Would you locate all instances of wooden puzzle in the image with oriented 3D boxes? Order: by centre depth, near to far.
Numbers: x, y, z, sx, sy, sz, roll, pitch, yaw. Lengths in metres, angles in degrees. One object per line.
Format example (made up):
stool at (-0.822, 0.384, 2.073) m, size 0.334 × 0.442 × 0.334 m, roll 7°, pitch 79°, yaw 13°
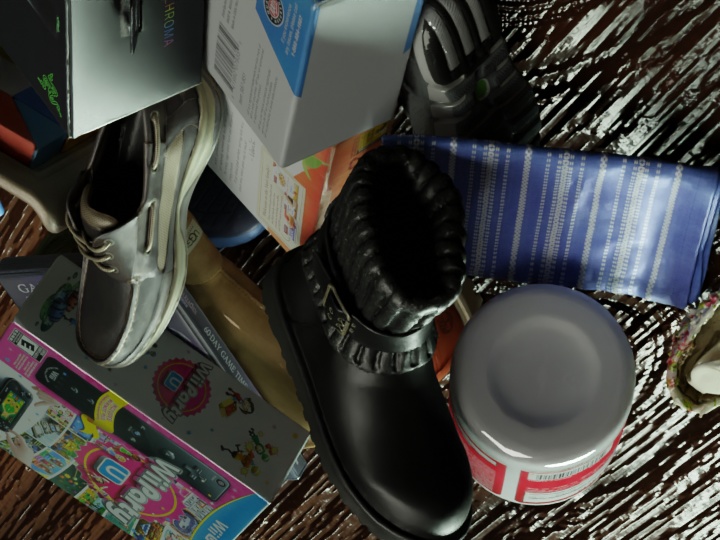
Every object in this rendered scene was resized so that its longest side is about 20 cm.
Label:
wooden puzzle at (-0.229, -0.114, 1.698) m, size 0.200 × 0.185 × 0.037 m, roll 35°, pitch 115°, yaw 7°

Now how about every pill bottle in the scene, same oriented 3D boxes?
pill bottle at (0.110, 0.084, 1.676) m, size 0.112 × 0.113 × 0.200 m, roll 32°, pitch 168°, yaw 9°

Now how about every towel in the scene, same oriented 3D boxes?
towel at (0.109, -0.028, 1.576) m, size 0.199 × 0.024 × 0.145 m, roll 6°, pitch 150°, yaw 2°

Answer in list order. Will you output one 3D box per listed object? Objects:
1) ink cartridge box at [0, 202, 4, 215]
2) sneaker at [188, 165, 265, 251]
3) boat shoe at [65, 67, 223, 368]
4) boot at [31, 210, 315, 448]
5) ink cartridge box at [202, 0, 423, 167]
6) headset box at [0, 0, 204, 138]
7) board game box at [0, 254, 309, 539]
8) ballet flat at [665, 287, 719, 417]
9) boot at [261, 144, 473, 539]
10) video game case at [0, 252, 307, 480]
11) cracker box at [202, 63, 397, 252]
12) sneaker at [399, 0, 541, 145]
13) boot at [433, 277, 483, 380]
ink cartridge box at (-0.339, -0.125, 1.860) m, size 0.145 × 0.084 × 0.201 m, roll 44°, pitch 159°, yaw 46°
sneaker at (-0.116, -0.033, 1.825) m, size 0.199 × 0.074 × 0.082 m, roll 2°, pitch 135°, yaw 51°
boat shoe at (-0.146, -0.035, 1.627) m, size 0.074 × 0.073 × 0.201 m, roll 28°, pitch 112°, yaw 37°
boot at (-0.112, 0.039, 1.782) m, size 0.200 × 0.066 × 0.175 m, roll 48°, pitch 152°, yaw -22°
ink cartridge box at (-0.056, -0.184, 1.510) m, size 0.200 × 0.083 × 0.145 m, roll 53°, pitch 153°, yaw 24°
headset box at (-0.166, -0.200, 1.502) m, size 0.200 × 0.092 × 0.175 m, roll 51°, pitch 153°, yaw 29°
board game box at (-0.151, 0.099, 1.750) m, size 0.199 × 0.064 × 0.148 m, roll 34°, pitch 145°, yaw -5°
ballet flat at (0.238, 0.030, 1.576) m, size 0.075 × 0.064 × 0.200 m, roll 34°, pitch 146°, yaw 1°
boot at (0.026, 0.049, 1.537) m, size 0.212 × 0.079 × 0.158 m, roll 61°, pitch 145°, yaw 9°
video game case at (-0.138, 0.065, 1.768) m, size 0.142 × 0.019 × 0.200 m, roll -3°, pitch 131°, yaw 39°
cracker box at (-0.067, -0.116, 1.636) m, size 0.200 × 0.058 × 0.134 m, roll 47°, pitch 152°, yaw 21°
sneaker at (0.040, -0.122, 1.588) m, size 0.115 × 0.075 × 0.201 m, roll 39°, pitch 158°, yaw 34°
boot at (0.000, 0.000, 1.723) m, size 0.075 × 0.107 × 0.200 m, roll -6°, pitch 125°, yaw 49°
